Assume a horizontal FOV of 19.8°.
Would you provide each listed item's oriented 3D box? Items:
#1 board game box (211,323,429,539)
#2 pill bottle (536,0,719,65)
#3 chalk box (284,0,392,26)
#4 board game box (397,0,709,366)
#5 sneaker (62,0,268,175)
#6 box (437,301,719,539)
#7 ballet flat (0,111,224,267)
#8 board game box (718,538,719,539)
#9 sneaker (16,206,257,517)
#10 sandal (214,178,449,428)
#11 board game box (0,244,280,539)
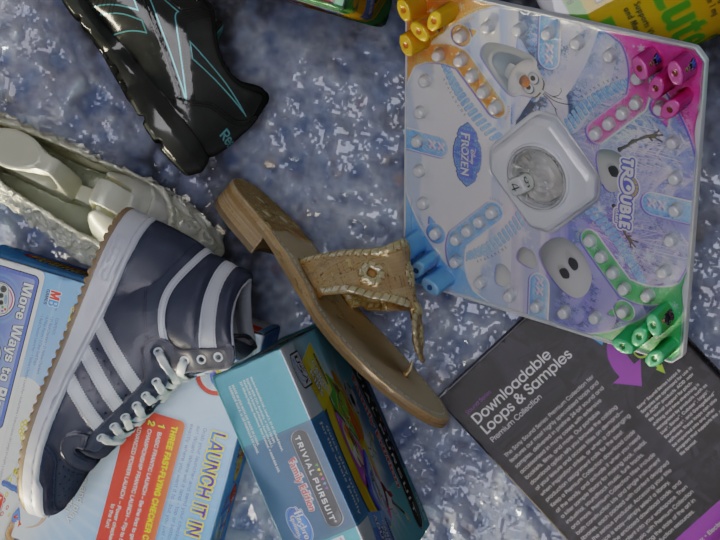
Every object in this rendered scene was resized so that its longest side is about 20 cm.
[{"bbox_3d":[-0.018,0.112,1.240,0.047,0.200,0.151,-23,91,10],"label":"board game box"},{"bbox_3d":[0.201,-0.197,1.228,0.200,0.111,0.111,-27,90,10],"label":"pill bottle"},{"bbox_3d":[-0.041,-0.223,1.218,0.124,0.200,0.125,16,97,7],"label":"chalk box"},{"bbox_3d":[0.105,-0.055,1.224,0.200,0.026,0.201,17,121,31],"label":"board game box"},{"bbox_3d":[-0.138,-0.160,1.312,0.079,0.075,0.200,-34,96,-1],"label":"sneaker"},{"bbox_3d":[0.167,0.103,1.295,0.143,0.036,0.200,-43,88,8],"label":"box"},{"bbox_3d":[-0.183,-0.048,1.315,0.200,0.072,0.072,25,98,7],"label":"ballet flat"},{"bbox_3d":[0.284,0.143,1.258,0.095,0.030,0.200,28,98,-35],"label":"board game box"},{"bbox_3d":[-0.133,0.073,1.264,0.108,0.070,0.201,22,95,8],"label":"sneaker"},{"bbox_3d":[-0.003,-0.001,1.272,0.212,0.078,0.070,46,105,24],"label":"sandal"},{"bbox_3d":[-0.173,0.105,1.336,0.195,0.056,0.201,17,97,7],"label":"board game box"}]
